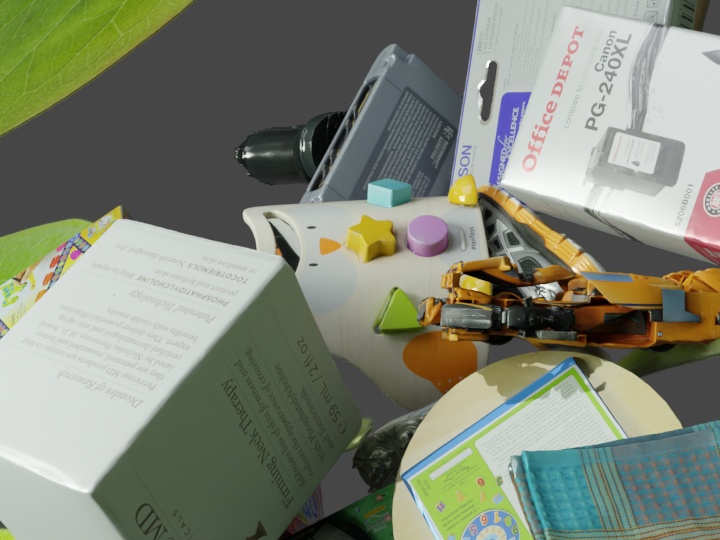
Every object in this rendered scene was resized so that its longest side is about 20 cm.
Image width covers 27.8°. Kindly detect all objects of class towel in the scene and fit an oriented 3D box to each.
[{"bbox_3d":[0.173,0.158,0.797,0.146,0.022,0.200,-7,33,-4],"label":"towel"}]

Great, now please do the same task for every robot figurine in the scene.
[{"bbox_3d":[0.137,0.023,0.968,0.199,0.058,0.145,3,-2,-3],"label":"robot figurine"}]

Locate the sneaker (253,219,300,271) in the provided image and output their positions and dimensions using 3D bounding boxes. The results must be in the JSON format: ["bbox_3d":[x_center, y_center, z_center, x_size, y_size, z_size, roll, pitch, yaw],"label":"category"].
[{"bbox_3d":[-0.067,0.011,1.293,0.090,0.070,0.200,-50,30,-2],"label":"sneaker"}]

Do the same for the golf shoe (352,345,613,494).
[{"bbox_3d":[0.092,0.107,1.032,0.199,0.078,0.097,-19,19,18],"label":"golf shoe"}]

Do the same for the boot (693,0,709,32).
[{"bbox_3d":[0.276,-0.197,1.218,0.175,0.066,0.200,-13,39,34],"label":"boot"}]

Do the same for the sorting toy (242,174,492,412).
[{"bbox_3d":[0.000,0.000,1.100,0.179,0.107,0.200,3,47,-10],"label":"sorting toy"}]

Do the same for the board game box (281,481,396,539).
[{"bbox_3d":[0.005,0.208,0.979,0.200,0.023,0.105,-29,57,14],"label":"board game box"}]

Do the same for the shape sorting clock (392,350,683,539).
[{"bbox_3d":[0.115,0.147,0.919,0.199,0.039,0.201,-12,59,20],"label":"shape sorting clock"}]

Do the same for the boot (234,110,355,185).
[{"bbox_3d":[-0.044,-0.108,1.333,0.162,0.074,0.198,4,6,35],"label":"boot"}]

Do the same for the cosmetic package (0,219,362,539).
[{"bbox_3d":[-0.136,0.101,0.967,0.166,0.168,0.200,14,52,37],"label":"cosmetic package"}]

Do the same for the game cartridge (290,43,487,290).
[{"bbox_3d":[0.032,-0.078,1.240,0.040,0.133,0.200,-19,39,57],"label":"game cartridge"}]

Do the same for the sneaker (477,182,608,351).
[{"bbox_3d":[0.121,-0.004,1.123,0.077,0.078,0.200,-49,30,3],"label":"sneaker"}]

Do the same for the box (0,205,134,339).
[{"bbox_3d":[-0.213,0.092,1.211,0.192,0.200,0.122,-33,33,9],"label":"box"}]

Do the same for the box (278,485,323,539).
[{"bbox_3d":[-0.131,0.206,1.085,0.200,0.096,0.100,-29,35,14],"label":"box"}]

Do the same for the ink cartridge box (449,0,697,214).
[{"bbox_3d":[0.168,-0.142,1.176,0.200,0.043,0.199,8,88,45],"label":"ink cartridge box"}]

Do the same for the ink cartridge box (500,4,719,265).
[{"bbox_3d":[0.217,-0.094,1.035,0.200,0.083,0.146,19,90,35],"label":"ink cartridge box"}]
